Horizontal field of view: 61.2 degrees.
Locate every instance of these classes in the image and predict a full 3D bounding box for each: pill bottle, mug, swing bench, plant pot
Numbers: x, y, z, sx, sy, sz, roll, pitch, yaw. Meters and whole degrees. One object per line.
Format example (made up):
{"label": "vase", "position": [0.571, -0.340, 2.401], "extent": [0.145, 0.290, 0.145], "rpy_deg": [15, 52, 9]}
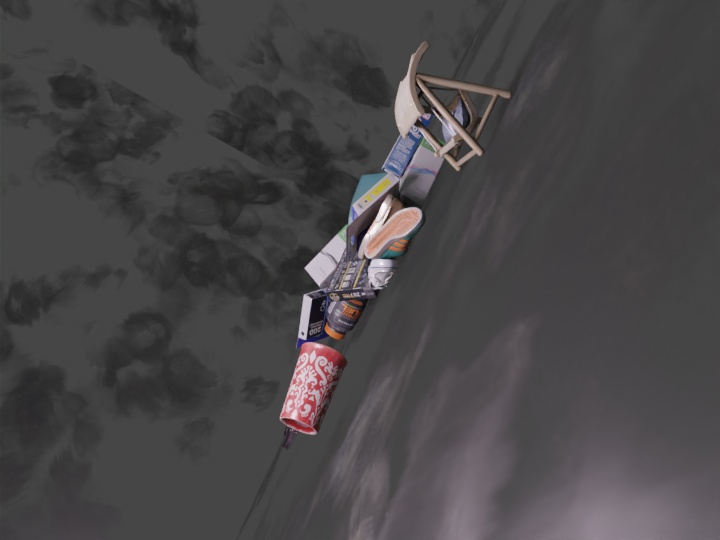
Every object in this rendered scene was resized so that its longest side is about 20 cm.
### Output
{"label": "pill bottle", "position": [-0.041, 0.114, 1.902], "extent": [0.203, 0.104, 0.107], "rpy_deg": [-63, 3, 18]}
{"label": "mug", "position": [-0.114, 0.323, 1.600], "extent": [0.131, 0.178, 0.204], "rpy_deg": [-7, 51, 40]}
{"label": "swing bench", "position": [0.158, -0.312, 1.188], "extent": [0.132, 0.196, 0.199], "rpy_deg": [-62, 3, -2]}
{"label": "plant pot", "position": [0.049, -0.168, 1.825], "extent": [0.138, 0.142, 0.203], "rpy_deg": [0, 50, 36]}

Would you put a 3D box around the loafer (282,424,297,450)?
{"label": "loafer", "position": [-0.233, 0.524, 2.137], "extent": [0.204, 0.062, 0.072], "rpy_deg": [-64, 3, -4]}

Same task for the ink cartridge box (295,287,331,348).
{"label": "ink cartridge box", "position": [-0.115, 0.151, 1.974], "extent": [0.195, 0.043, 0.205], "rpy_deg": [-17, -53, -45]}

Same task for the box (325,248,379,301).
{"label": "box", "position": [0.000, 0.000, 1.798], "extent": [0.158, 0.050, 0.202], "rpy_deg": [-9, 40, 30]}

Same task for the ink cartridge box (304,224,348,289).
{"label": "ink cartridge box", "position": [-0.074, -0.032, 1.983], "extent": [0.200, 0.084, 0.146], "rpy_deg": [-45, -18, -3]}

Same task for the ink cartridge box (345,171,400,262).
{"label": "ink cartridge box", "position": [0.020, -0.138, 1.619], "extent": [0.199, 0.047, 0.199], "rpy_deg": [-40, -18, -18]}

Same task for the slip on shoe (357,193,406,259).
{"label": "slip on shoe", "position": [0.055, -0.103, 1.582], "extent": [0.203, 0.060, 0.076], "rpy_deg": [-61, -3, 27]}

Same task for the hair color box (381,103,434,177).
{"label": "hair color box", "position": [0.135, -0.365, 1.727], "extent": [0.203, 0.060, 0.100], "rpy_deg": [-61, 4, 4]}

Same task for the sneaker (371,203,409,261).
{"label": "sneaker", "position": [0.082, -0.099, 1.642], "extent": [0.073, 0.081, 0.202], "rpy_deg": [-13, -40, -57]}

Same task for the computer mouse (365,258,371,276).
{"label": "computer mouse", "position": [0.076, -0.066, 1.719], "extent": [0.202, 0.058, 0.034], "rpy_deg": [-55, 3, -11]}

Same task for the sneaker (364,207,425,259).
{"label": "sneaker", "position": [0.099, -0.087, 1.521], "extent": [0.199, 0.079, 0.073], "rpy_deg": [-36, 55, 37]}

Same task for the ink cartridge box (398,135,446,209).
{"label": "ink cartridge box", "position": [0.162, -0.259, 1.710], "extent": [0.204, 0.086, 0.145], "rpy_deg": [-65, 4, -14]}

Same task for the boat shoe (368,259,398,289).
{"label": "boat shoe", "position": [0.058, 0.013, 1.565], "extent": [0.200, 0.071, 0.069], "rpy_deg": [117, 156, -83]}
